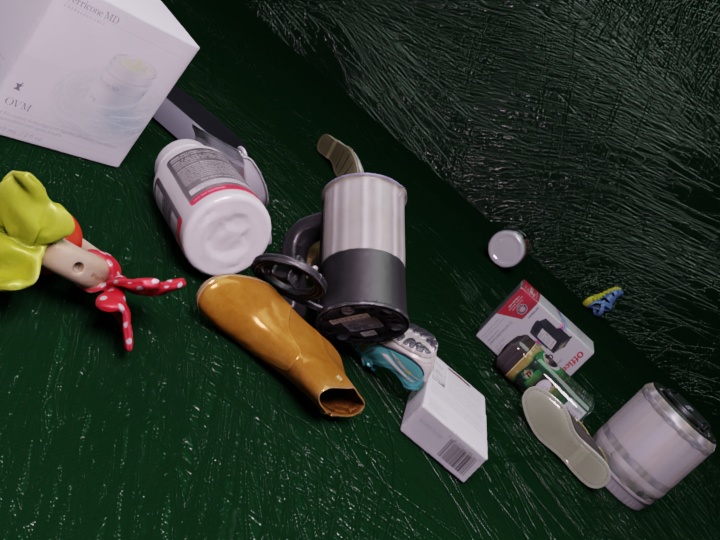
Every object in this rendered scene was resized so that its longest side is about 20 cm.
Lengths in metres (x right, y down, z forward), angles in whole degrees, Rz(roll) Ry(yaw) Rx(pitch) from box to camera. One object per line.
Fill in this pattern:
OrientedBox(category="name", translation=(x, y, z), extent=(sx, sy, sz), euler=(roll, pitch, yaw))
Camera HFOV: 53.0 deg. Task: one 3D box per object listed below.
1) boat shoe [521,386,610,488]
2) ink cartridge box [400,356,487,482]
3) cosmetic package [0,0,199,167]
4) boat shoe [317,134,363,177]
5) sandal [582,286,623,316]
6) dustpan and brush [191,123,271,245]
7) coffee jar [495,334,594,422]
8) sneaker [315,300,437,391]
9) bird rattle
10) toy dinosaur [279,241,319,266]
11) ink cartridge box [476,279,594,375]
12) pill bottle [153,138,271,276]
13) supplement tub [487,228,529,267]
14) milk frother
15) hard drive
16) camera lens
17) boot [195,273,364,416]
OrientedBox(category="boat shoe", translation=(0.359, 0.289, 1.270), extent=(0.202, 0.072, 0.060), euler=(52, 15, 13))
OrientedBox(category="ink cartridge box", translation=(0.120, 0.197, 1.004), extent=(0.109, 0.050, 0.200), euler=(40, 16, -2))
OrientedBox(category="cosmetic package", translation=(-0.340, -0.255, 0.864), extent=(0.123, 0.200, 0.199), euler=(48, 19, 25))
OrientedBox(category="boat shoe", translation=(-0.036, -0.277, 1.810), extent=(0.068, 0.075, 0.200), euler=(17, 27, -41))
OrientedBox(category="sandal", translation=(1.021, 0.132, 3.015), extent=(0.088, 0.199, 0.080), euler=(62, -21, 17))
OrientedBox(category="dustpan and brush", translation=(-0.166, -0.110, 1.035), extent=(0.057, 0.201, 0.139), euler=(-30, 43, -29))
OrientedBox(category="coffee jar", translation=(0.357, 0.217, 1.410), extent=(0.200, 0.085, 0.104), euler=(46, 20, 12))
OrientedBox(category="sneaker", translation=(0.011, 0.095, 0.983), extent=(0.199, 0.080, 0.077), euler=(29, 26, 32))
OrientedBox(category="bird rattle", translation=(-0.262, -0.022, 0.640), extent=(0.163, 0.113, 0.199), euler=(33, 5, 39))
OrientedBox(category="toy dinosaur", translation=(-0.039, -0.018, 1.024), extent=(0.058, 0.198, 0.102), euler=(6, 72, -67))
OrientedBox(category="ink cartridge box", translation=(0.365, 0.144, 1.509), extent=(0.200, 0.146, 0.083), euler=(42, 18, 5))
OrientedBox(category="pill bottle", translation=(-0.196, -0.089, 0.907), extent=(0.110, 0.111, 0.200), euler=(26, 16, -41))
OrientedBox(category="supplement tub", translation=(0.494, -0.077, 2.392), extent=(0.122, 0.123, 0.200), euler=(44, 17, 10))
OrientedBox(category="milk frother", translation=(-0.031, -0.033, 0.887), extent=(0.200, 0.178, 0.190), euler=(76, 12, -61))
OrientedBox(category="hard drive", translation=(-0.286, -0.250, 1.245), extent=(0.200, 0.042, 0.135), euler=(41, 17, -2))
OrientedBox(category="camera lens", translation=(0.537, 0.323, 1.342), extent=(0.159, 0.200, 0.160), euler=(36, 17, -13))
OrientedBox(category="boot", translation=(-0.079, 0.086, 0.790), extent=(0.201, 0.071, 0.144), euler=(34, 8, -45))
